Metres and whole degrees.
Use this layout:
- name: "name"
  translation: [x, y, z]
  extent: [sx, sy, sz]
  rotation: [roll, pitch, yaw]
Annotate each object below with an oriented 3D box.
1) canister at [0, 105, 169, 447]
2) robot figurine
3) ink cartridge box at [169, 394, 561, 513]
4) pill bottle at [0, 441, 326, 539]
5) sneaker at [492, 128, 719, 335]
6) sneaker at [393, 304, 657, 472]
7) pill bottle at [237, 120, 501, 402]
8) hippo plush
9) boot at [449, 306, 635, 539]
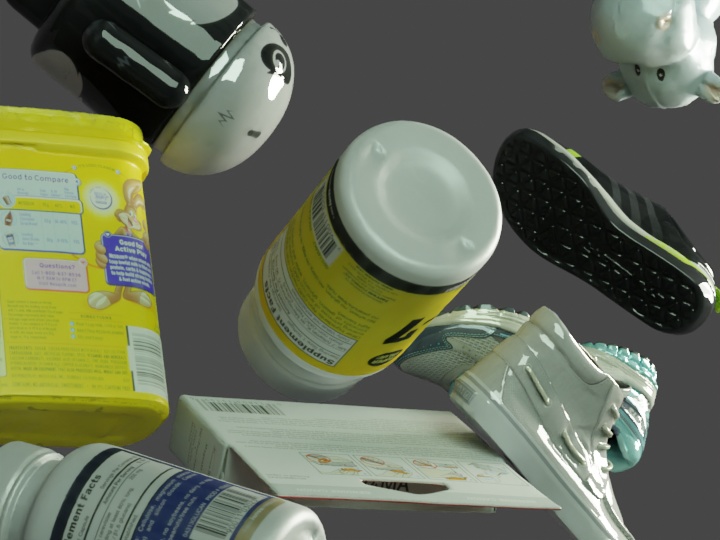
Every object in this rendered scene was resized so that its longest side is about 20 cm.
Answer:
- name: "canister"
  translation: [-0.200, 0.006, 1.710]
  extent: [0.148, 0.087, 0.201]
  rotation: [4, 62, -26]
- name: "robot figurine"
  translation: [-0.138, -0.154, 1.809]
  extent: [0.200, 0.125, 0.150]
  rotation: [39, 55, -2]
- name: "ink cartridge box"
  translation: [0.002, 0.131, 1.702]
  extent: [0.199, 0.044, 0.174]
  rotation: [5, 17, -25]
- name: "pill bottle"
  translation: [-0.130, 0.166, 1.595]
  extent: [0.199, 0.111, 0.111]
  rotation: [16, 48, 23]
- name: "sneaker"
  translation: [0.179, -0.029, 1.955]
  extent: [0.200, 0.072, 0.083]
  rotation: [43, 28, -1]
- name: "sneaker"
  translation: [0.114, 0.083, 1.837]
  extent: [0.199, 0.078, 0.087]
  rotation: [14, 61, -19]
- name: "pill bottle"
  translation: [0.000, 0.000, 1.745]
  extent: [0.114, 0.200, 0.115]
  rotation: [12, 58, -20]
- name: "hippo plush"
  translation: [0.219, -0.205, 2.043]
  extent: [0.200, 0.159, 0.161]
  rotation: [48, 59, -50]
- name: "boot"
  translation: [0.149, 0.114, 1.781]
  extent: [0.096, 0.074, 0.200]
  rotation: [-43, 122, -4]
